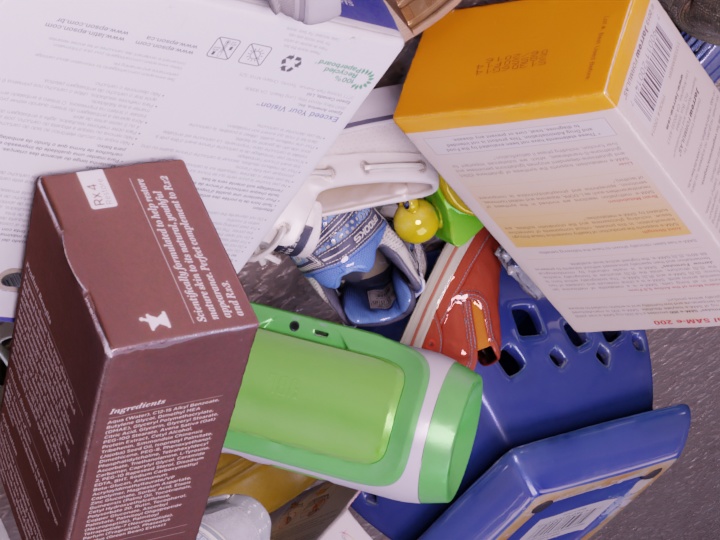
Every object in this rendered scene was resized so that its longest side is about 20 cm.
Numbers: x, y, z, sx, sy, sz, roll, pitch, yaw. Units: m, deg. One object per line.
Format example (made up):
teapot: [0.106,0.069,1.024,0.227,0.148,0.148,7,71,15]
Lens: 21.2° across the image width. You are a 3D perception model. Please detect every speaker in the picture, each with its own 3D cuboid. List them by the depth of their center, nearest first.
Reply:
speaker: [-0.036,0.070,1.086,0.199,0.089,0.089,14,162,13]

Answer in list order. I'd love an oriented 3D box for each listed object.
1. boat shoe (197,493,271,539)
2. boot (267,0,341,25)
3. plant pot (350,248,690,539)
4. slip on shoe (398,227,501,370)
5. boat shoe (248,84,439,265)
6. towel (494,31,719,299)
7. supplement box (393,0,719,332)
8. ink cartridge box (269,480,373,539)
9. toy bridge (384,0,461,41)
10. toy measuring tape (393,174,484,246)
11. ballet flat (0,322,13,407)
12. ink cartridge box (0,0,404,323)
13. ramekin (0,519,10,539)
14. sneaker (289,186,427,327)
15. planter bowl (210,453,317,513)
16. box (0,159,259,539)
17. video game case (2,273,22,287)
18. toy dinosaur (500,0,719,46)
boat shoe: [-0.109,0.188,1.188,0.071,0.070,0.201,-36,178,-35]
boot: [-0.069,-0.153,0.725,0.095,0.074,0.200,-21,146,-2]
plant pot: [0.095,0.102,1.329,0.199,0.180,0.200,-9,151,-39]
slip on shoe: [0.060,0.034,1.183,0.074,0.061,0.201,107,6,-72]
boat shoe: [-0.045,-0.038,0.981,0.199,0.070,0.071,-17,172,-32]
towel: [0.156,-0.067,1.143,0.200,0.024,0.147,-49,167,0]
supplement box: [0.125,-0.052,0.979,0.125,0.074,0.200,-3,145,37]
ink cartridge box: [-0.051,0.192,1.267,0.176,0.045,0.200,-46,-170,-36]
toy bridge: [0.006,-0.127,0.922,0.199,0.027,0.067,-32,159,10]
toy measuring tape: [0.089,-0.092,1.073,0.200,0.074,0.074,-43,160,-11]
ballet flat: [-0.191,0.059,1.061,0.200,0.070,0.069,-38,157,16]
ink cartridge box: [-0.110,-0.057,0.847,0.196,0.043,0.200,7,134,-40]
ramekin: [-0.261,0.169,1.036,0.094,0.203,0.203,-25,161,-39]
sneaker: [0.000,0.000,1.115,0.077,0.085,0.200,-32,160,9]
planter bowl: [-0.113,0.110,1.219,0.199,0.084,0.201,-23,159,-9]
box: [-0.111,0.056,0.869,0.075,0.100,0.201,-10,143,-24]
video game case: [-0.230,-0.011,0.903,0.142,0.018,0.200,-25,158,-9]
toy dinosaur: [0.170,-0.152,0.932,0.077,0.199,0.103,-42,153,-53]
